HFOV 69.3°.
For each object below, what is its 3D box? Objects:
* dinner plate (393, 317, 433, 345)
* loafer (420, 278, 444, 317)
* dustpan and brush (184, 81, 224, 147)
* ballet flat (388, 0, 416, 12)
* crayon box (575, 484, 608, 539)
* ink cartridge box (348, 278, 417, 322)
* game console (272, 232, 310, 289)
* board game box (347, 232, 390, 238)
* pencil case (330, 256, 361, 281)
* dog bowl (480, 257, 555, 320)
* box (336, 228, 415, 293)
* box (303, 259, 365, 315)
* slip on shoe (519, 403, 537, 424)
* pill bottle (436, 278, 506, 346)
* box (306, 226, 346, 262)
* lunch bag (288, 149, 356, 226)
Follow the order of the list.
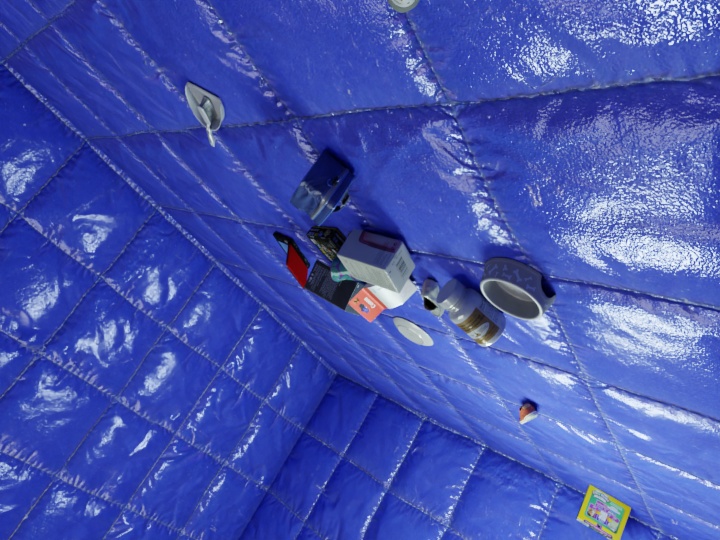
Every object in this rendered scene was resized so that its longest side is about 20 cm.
[{"bbox_3d":[0.218,0.265,2.198,0.197,0.025,0.201,31,159,13],"label":"dinner plate"},{"bbox_3d":[0.233,0.103,1.712,0.069,0.071,0.201,22,157,32],"label":"loafer"},{"bbox_3d":[-0.461,-0.456,1.580,0.137,0.058,0.201,30,160,14],"label":"dustpan and brush"},{"bbox_3d":[0.072,-0.426,0.742,0.067,0.064,0.199,38,161,-11],"label":"ballet flat"},{"bbox_3d":[1.158,1.160,2.486,0.197,0.174,0.059,25,157,26],"label":"crayon box"},{"bbox_3d":[0.077,0.081,1.706,0.057,0.201,0.162,42,180,43],"label":"ink cartridge box"},{"bbox_3d":[-0.300,-0.041,2.203,0.169,0.120,0.201,22,157,32],"label":"game console"},{"bbox_3d":[0.049,-0.076,1.681,0.197,0.020,0.103,13,150,48],"label":"board game box"},{"bbox_3d":[0.000,0.000,1.760,0.194,0.086,0.094,5,132,23],"label":"pencil case"},{"bbox_3d":[0.396,0.053,1.338,0.197,0.059,0.201,32,161,12],"label":"dog bowl"},{"bbox_3d":[0.048,-0.031,1.589,0.197,0.110,0.129,19,156,38],"label":"box"},{"bbox_3d":[-0.083,0.068,2.006,0.193,0.127,0.200,26,179,19],"label":"box"},{"bbox_3d":[0.676,0.579,2.117,0.062,0.073,0.201,64,180,25],"label":"slip on shoe"},{"bbox_3d":[0.323,0.120,1.531,0.199,0.116,0.114,39,161,-13],"label":"pill bottle"},{"bbox_3d":[-0.084,-0.073,1.869,0.158,0.050,0.200,13,151,53],"label":"box"},{"bbox_3d":[-0.095,-0.217,1.408,0.131,0.138,0.199,37,160,-10],"label":"lunch bag"}]
